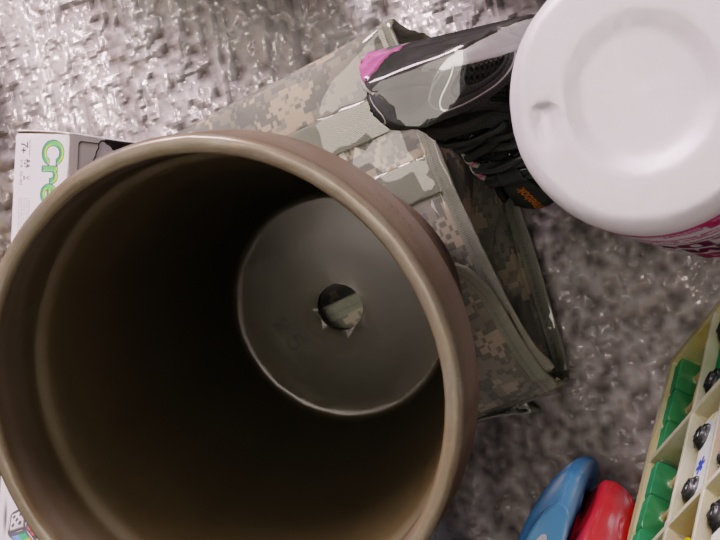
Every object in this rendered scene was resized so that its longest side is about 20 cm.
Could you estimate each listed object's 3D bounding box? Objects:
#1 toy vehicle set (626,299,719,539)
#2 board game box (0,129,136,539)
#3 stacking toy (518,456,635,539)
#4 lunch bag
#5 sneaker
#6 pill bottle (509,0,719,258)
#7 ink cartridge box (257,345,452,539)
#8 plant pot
[{"bbox_3d":[0.152,0.083,0.694,0.026,0.200,0.124,25,139,-2],"label":"toy vehicle set"},{"bbox_3d":[-0.113,0.040,0.760,0.034,0.126,0.201,3,91,29],"label":"board game box"},{"bbox_3d":[0.168,0.172,0.770,0.199,0.110,0.117,18,92,13],"label":"stacking toy"},{"bbox_3d":[0.000,0.000,0.838,0.163,0.117,0.201,-24,83,24],"label":"lunch bag"},{"bbox_3d":[0.074,-0.071,0.767,0.080,0.200,0.087,-9,92,33],"label":"sneaker"},{"bbox_3d":[0.149,-0.065,0.727,0.113,0.200,0.114,-2,86,24],"label":"pill bottle"},{"bbox_3d":[-0.059,0.137,0.843,0.199,0.045,0.177,-12,120,23],"label":"ink cartridge box"},{"bbox_3d":[-0.032,0.031,0.696,0.199,0.173,0.201,4,103,17],"label":"plant pot"}]
